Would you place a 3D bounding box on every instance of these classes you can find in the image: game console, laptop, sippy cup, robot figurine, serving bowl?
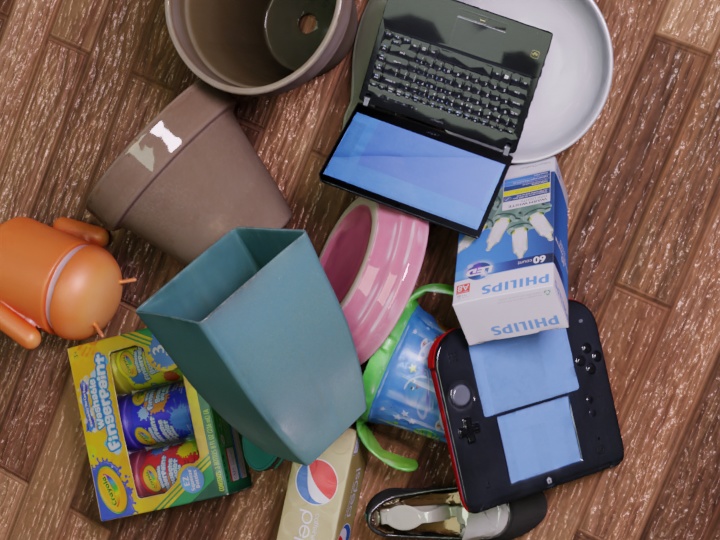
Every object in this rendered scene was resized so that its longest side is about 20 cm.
[{"bbox_3d":[0.168,0.131,1.317,0.198,0.031,0.179,-13,85,-26],"label":"game console"},{"bbox_3d":[0.075,-0.163,1.308,0.175,0.103,0.203,20,107,9],"label":"laptop"},{"bbox_3d":[0.074,0.115,1.370,0.129,0.140,0.179,25,140,7],"label":"sippy cup"},{"bbox_3d":[-0.361,0.011,1.520,0.198,0.144,0.118,20,112,18],"label":"robot figurine"},{"bbox_3d":[0.164,-0.216,1.361,0.197,0.066,0.203,3,103,15],"label":"serving bowl"}]

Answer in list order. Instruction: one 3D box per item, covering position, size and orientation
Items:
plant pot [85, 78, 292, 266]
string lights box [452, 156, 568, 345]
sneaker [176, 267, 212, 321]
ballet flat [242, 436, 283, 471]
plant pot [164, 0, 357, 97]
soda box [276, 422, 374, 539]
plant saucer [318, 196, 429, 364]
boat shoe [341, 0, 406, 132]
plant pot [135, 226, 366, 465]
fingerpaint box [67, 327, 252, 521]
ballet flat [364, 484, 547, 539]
[{"bbox_3d":[-0.172,-0.080,1.433,0.175,0.200,0.200,45,103,-3],"label":"plant pot"},{"bbox_3d":[0.152,-0.022,1.310,0.101,0.201,0.059,-12,128,18],"label":"string lights box"},{"bbox_3d":[-0.160,0.047,1.411,0.081,0.200,0.071,13,73,29],"label":"sneaker"},{"bbox_3d":[-0.082,0.118,1.426,0.067,0.070,0.203,12,104,24],"label":"ballet flat"},{"bbox_3d":[-0.083,-0.276,1.399,0.197,0.173,0.203,-1,88,18],"label":"plant pot"},{"bbox_3d":[-0.044,0.260,1.436,0.067,0.064,0.203,13,93,18],"label":"soda box"},{"bbox_3d":[0.000,0.000,1.360,0.050,0.201,0.203,23,98,-19],"label":"plant saucer"},{"bbox_3d":[0.027,-0.211,1.422,0.060,0.071,0.204,15,80,-25],"label":"boat shoe"},{"bbox_3d":[-0.090,0.081,1.293,0.141,0.141,0.201,5,131,55],"label":"plant pot"},{"bbox_3d":[-0.229,0.167,1.494,0.165,0.073,0.203,-13,85,18],"label":"fingerpaint box"},{"bbox_3d":[0.096,0.260,1.385,0.197,0.068,0.069,-9,86,18],"label":"ballet flat"}]
